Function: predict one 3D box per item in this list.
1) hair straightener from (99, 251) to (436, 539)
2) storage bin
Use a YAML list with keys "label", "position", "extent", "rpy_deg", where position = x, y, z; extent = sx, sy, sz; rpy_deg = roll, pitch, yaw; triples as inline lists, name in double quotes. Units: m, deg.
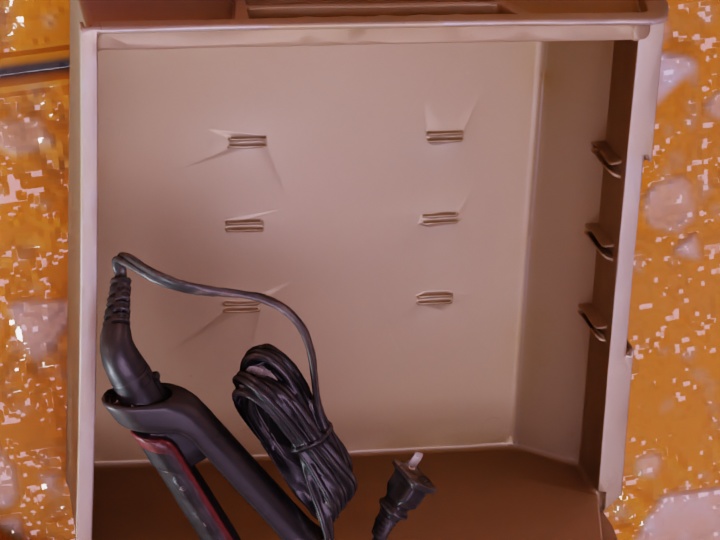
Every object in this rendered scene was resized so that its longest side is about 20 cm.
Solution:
- label: "hair straightener"
  position: [-0.017, 0.070, 0.893]
  extent: [0.077, 0.041, 0.200]
  rpy_deg: [-30, 111, 1]
- label: "storage bin"
  position: [0.000, 0.000, 0.933]
  extent: [0.198, 0.094, 0.201]
  rpy_deg: [-2, 113, -11]
